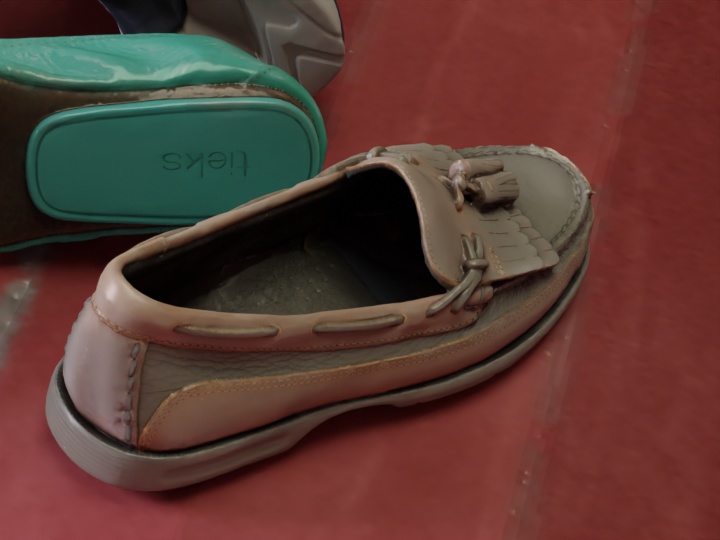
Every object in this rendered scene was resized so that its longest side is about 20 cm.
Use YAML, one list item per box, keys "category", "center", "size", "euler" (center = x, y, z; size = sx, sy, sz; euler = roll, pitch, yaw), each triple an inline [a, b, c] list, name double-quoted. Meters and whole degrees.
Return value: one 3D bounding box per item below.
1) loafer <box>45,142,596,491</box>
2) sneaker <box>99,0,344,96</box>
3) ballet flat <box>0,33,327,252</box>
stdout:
- category: "loafer"
  center: [0.000, 0.000, 0.774]
  size: [0.199, 0.063, 0.072]
  euler: [-25, 54, -38]
- category: "sneaker"
  center: [-0.079, -0.148, 0.846]
  size: [0.199, 0.079, 0.130]
  euler: [43, 19, -35]
- category: "ballet flat"
  center: [-0.110, -0.039, 0.797]
  size: [0.199, 0.068, 0.070]
  euler: [-1, 18, -18]
